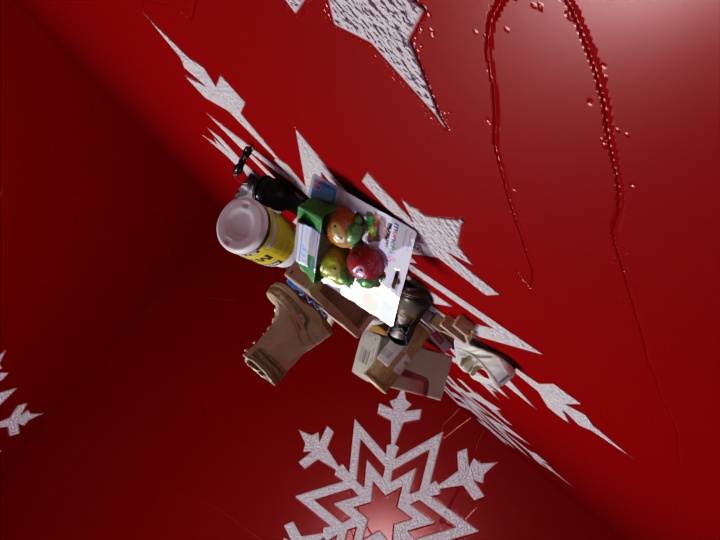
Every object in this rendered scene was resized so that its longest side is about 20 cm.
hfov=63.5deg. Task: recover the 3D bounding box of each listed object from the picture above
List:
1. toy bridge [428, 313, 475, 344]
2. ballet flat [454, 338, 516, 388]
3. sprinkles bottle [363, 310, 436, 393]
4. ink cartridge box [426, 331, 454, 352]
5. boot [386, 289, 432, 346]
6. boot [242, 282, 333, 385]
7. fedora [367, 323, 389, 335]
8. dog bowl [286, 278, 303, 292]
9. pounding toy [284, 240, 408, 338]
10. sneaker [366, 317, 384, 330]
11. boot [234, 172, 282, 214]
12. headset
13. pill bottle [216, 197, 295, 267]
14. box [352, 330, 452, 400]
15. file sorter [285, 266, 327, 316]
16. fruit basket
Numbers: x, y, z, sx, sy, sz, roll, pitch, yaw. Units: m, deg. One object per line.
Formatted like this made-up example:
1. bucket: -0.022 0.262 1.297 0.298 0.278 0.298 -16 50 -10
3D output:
1. toy bridge: 0.188 0.116 1.139 0.067 0.027 0.200 39 173 -4
2. ballet flat: 0.230 0.180 1.156 0.069 0.070 0.200 43 173 -22
3. sprinkles bottle: 0.092 0.173 1.285 0.068 0.201 0.068 39 173 6
4. ink cartridge box: 0.159 0.143 1.426 0.200 0.037 0.094 43 172 -33
5. boot: 0.097 0.098 1.171 0.074 0.098 0.200 17 169 10
6. boot: -0.158 0.113 1.080 0.199 0.155 0.072 31 160 47
7. fedora: 0.051 0.119 1.488 0.201 0.082 0.201 46 -174 -6
8. dog bowl: -0.092 0.012 1.301 0.110 0.050 0.199 23 161 -20
9. pounding toy: -0.031 0.024 1.105 0.200 0.185 0.142 46 171 -38
10. sneaker: 0.014 0.100 1.242 0.070 0.081 0.200 36 178 -5
11. boot: -0.255 -0.182 1.513 0.131 0.070 0.200 37 178 -14
12. headset: -0.179 -0.176 1.227 0.199 0.095 0.123 27 177 -36
13. pill bottle: -0.204 -0.072 1.228 0.114 0.115 0.200 37 -177 22
14. box: 0.098 0.226 1.396 0.198 0.111 0.128 18 176 -18
15. file sorter: -0.091 0.029 1.506 0.200 0.122 0.140 51 -166 -56
16. fruit basket: -0.016 -0.026 0.900 0.199 0.093 0.187 36 134 27
